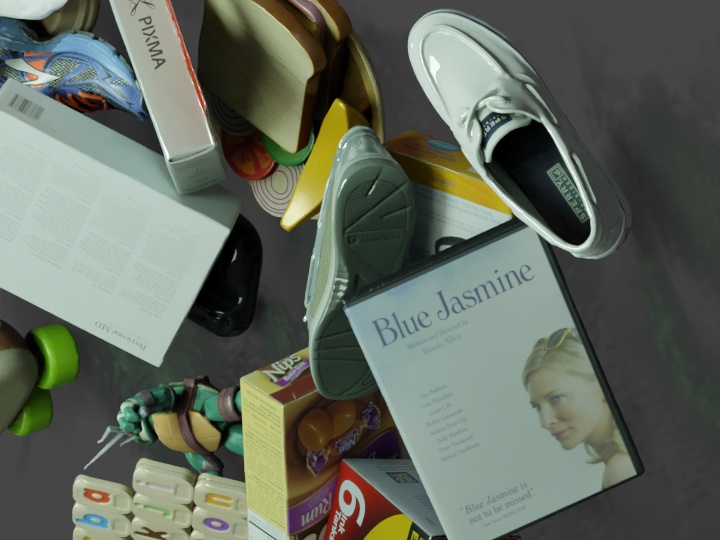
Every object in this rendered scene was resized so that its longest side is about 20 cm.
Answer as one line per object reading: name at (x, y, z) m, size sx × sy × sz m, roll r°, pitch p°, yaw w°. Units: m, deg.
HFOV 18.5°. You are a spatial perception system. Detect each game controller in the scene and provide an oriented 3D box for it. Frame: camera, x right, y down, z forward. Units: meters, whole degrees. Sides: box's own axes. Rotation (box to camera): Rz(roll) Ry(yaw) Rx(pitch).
game controller at (-0.155, -0.028, 1.749) m, size 0.199 × 0.042 × 0.105 m, roll 31°, pitch 116°, yaw 31°

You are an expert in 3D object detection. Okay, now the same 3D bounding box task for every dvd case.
dvd case at (0.090, 0.077, 1.470) m, size 0.018 × 0.142 × 0.201 m, roll -107°, pitch -7°, yaw -74°

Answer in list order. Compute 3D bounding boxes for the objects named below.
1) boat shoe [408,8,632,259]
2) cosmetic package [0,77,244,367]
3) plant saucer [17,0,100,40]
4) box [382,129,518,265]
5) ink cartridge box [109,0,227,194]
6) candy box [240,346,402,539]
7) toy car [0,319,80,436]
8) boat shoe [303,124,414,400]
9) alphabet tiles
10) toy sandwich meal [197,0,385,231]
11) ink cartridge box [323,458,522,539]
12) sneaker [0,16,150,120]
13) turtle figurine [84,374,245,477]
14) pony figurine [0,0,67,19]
boat shoe at (0.097, -0.092, 1.408) m, size 0.200 × 0.065 × 0.074 m, roll 47°, pitch 108°, yaw 15°
cosmetic package at (-0.207, -0.034, 1.664) m, size 0.199 × 0.052 × 0.151 m, roll 28°, pitch 124°, yaw -6°
plant saucer at (-0.271, -0.264, 1.712) m, size 0.200 × 0.029 × 0.201 m, roll 38°, pitch 145°, yaw 33°
box at (0.070, 0.013, 1.532) m, size 0.119 × 0.041 × 0.201 m, roll 22°, pitch 128°, yaw 37°
ink cartridge box at (-0.148, -0.170, 1.552) m, size 0.174 × 0.043 × 0.201 m, roll 81°, pitch 170°, yaw -77°
candy box at (-0.026, 0.156, 1.647) m, size 0.056 × 0.116 × 0.201 m, roll 29°, pitch 130°, yaw 41°
toy car at (-0.369, 0.051, 1.928) m, size 0.201 × 0.163 × 0.158 m, roll 60°, pitch 141°, yaw 21°
boat shoe at (-0.002, -0.001, 1.525) m, size 0.065 × 0.074 × 0.203 m, roll -108°, pitch 17°, yaw -54°
alphabet tiles at (-0.137, 0.214, 1.781) m, size 0.194 × 0.015 × 0.201 m, roll 12°, pitch 145°, yaw 1°
toy sandwich meal at (-0.062, -0.122, 1.568) m, size 0.204 × 0.070 × 0.207 m, roll 24°, pitch 127°, yaw 36°
ink cartridge box at (0.039, 0.261, 1.586) m, size 0.175 × 0.083 × 0.202 m, roll 34°, pitch 116°, yaw 54°
sneaker at (-0.236, -0.140, 1.696) m, size 0.199 × 0.079 × 0.075 m, roll 15°, pitch 165°, yaw 34°
turtle figurine at (-0.134, 0.131, 1.757) m, size 0.199 × 0.101 × 0.150 m, roll -8°, pitch 141°, yaw 34°
pony figurine at (-0.311, -0.218, 1.648) m, size 0.193 × 0.165 × 0.201 m, roll -52°, pitch 48°, yaw 51°
